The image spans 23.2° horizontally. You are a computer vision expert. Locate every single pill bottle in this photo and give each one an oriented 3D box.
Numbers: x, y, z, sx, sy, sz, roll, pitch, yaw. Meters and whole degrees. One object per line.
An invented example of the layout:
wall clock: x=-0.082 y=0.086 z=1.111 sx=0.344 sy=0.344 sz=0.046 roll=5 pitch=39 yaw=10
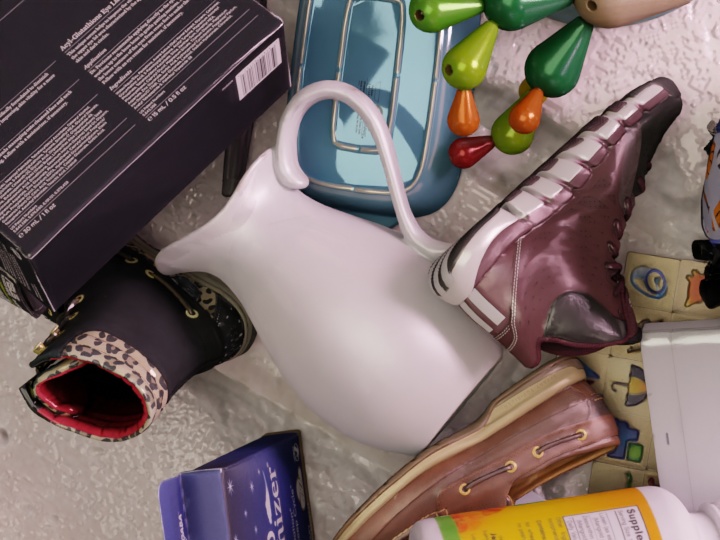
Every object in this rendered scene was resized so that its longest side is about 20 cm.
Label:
pill bottle: x=0.134 y=0.184 z=1.002 sx=0.200 sy=0.111 sz=0.111 roll=-8 pitch=91 yaw=-6

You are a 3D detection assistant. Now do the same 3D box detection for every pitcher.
pitcher: x=0.000 y=0.000 z=1.067 sx=0.200 sy=0.121 sz=0.172 roll=41 pitch=113 yaw=7

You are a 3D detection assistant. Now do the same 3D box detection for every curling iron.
curling iron: x=-0.081 y=-0.147 z=1.137 sx=0.050 sy=0.026 sz=0.200 roll=-1 pitch=97 yaw=-21

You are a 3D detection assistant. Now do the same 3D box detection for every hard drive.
hard drive: x=0.271 y=0.089 z=1.022 sx=0.200 sy=0.026 sz=0.132 roll=-4 pitch=108 yaw=21

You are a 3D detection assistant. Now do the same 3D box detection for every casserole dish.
casserole dish: x=0.009 y=-0.123 z=1.110 sx=0.121 sy=0.039 sz=0.200 roll=8 pitch=96 yaw=16

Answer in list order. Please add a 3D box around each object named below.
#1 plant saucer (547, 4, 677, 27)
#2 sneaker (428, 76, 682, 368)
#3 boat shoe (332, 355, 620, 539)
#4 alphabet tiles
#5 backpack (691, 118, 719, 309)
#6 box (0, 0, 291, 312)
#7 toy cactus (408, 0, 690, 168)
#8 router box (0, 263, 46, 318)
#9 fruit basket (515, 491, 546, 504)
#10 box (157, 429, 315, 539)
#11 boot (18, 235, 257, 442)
plant saucer: x=0.148 y=-0.249 z=1.070 sx=0.200 sy=0.027 sz=0.200 roll=1 pitch=94 yaw=16
sneaker: x=0.142 y=-0.017 z=1.036 sx=0.200 sy=0.076 sz=0.116 roll=-41 pitch=88 yaw=-17
boat shoe: x=0.068 y=0.133 z=1.060 sx=0.200 sy=0.072 sz=0.068 roll=-36 pitch=75 yaw=-3
alphabet tiles: x=0.216 y=0.080 z=1.077 sx=0.200 sy=0.006 sz=0.167 roll=10 pitch=95 yaw=15
backpack: x=0.275 y=-0.050 z=0.957 sx=0.200 sy=0.190 sz=0.154 roll=0 pitch=96 yaw=15
box: x=-0.159 y=-0.099 z=1.011 sx=0.141 sy=0.079 sz=0.200 roll=40 pitch=72 yaw=17
toy cactus: x=0.110 y=-0.160 z=1.039 sx=0.165 sy=0.102 sz=0.200 roll=-8 pitch=113 yaw=-1
router box: x=-0.207 y=-0.090 z=1.087 sx=0.150 sy=0.062 sz=0.200 roll=28 pitch=68 yaw=17
fruit basket: x=0.072 y=0.233 z=1.080 sx=0.185 sy=0.094 sz=0.200 roll=33 pitch=91 yaw=20
box: x=-0.068 y=0.170 z=1.061 sx=0.032 sy=0.200 sz=0.121 roll=-7 pitch=91 yaw=16
boot: x=-0.182 y=0.029 z=1.106 sx=0.203 sy=0.154 sz=0.074 roll=20 pitch=117 yaw=12
